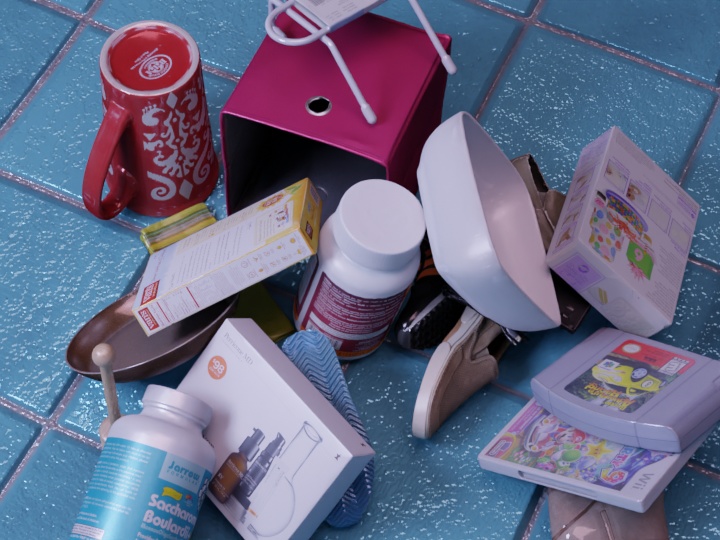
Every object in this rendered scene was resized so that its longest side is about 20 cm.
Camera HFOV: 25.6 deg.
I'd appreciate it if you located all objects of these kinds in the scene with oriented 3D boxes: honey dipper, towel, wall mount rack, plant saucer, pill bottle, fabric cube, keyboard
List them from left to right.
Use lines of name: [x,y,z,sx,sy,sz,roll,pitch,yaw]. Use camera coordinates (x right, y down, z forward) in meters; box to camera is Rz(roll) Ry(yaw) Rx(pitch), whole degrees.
honey dipper: [-0.247,0.131,1.564,0.038,0.200,0.038,1,56,-1]
pill bottle: [-0.208,0.216,1.536,0.110,0.111,0.201,16,75,8]
plant saucer: [-0.211,0.062,1.658,0.199,0.032,0.200,-20,23,9]
towel: [-0.160,0.011,1.756,0.086,0.018,0.200,-29,63,-19]
fabric cube: [-0.025,-0.156,1.763,0.195,0.200,0.200,19,57,11]
pill bottle: [0.000,0.000,1.653,0.109,0.200,0.110,8,55,-12]
wall mount rack: [0.002,-0.253,1.674,0.200,0.075,0.174,-34,59,-25]
keyboard: [0.148,0.008,1.695,0.199,0.021,0.127,32,57,10]

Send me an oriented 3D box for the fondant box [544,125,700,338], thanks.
fondant box: [0.288,-0.041,1.726,0.144,0.058,0.201,41,43,-16]

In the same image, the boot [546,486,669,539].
boot: [0.282,0.244,1.602,0.199,0.070,0.147,-17,65,-12]

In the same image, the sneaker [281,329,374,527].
sneaker: [-0.032,0.163,1.630,0.076,0.081,0.201,-12,78,-3]

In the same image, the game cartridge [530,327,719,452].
game cartridge: [0.275,0.121,1.609,0.133,0.041,0.199,-37,32,-28]

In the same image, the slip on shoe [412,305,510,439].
slip on shoe: [0.117,0.100,1.680,0.060,0.076,0.200,20,50,18]

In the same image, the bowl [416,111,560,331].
bowl: [0.125,-0.040,1.617,0.074,0.200,0.201,-22,58,20]

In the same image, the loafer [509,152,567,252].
loafer: [0.213,-0.056,1.772,0.070,0.075,0.200,-42,63,12]

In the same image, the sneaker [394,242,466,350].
sneaker: [0.084,0.007,1.746,0.090,0.070,0.200,30,56,25]

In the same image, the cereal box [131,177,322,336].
cereal box: [-0.136,-0.016,1.644,0.199,0.040,0.144,-26,21,13]

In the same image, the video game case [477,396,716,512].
video game case: [0.236,0.172,1.597,0.199,0.018,0.143,10,39,42]

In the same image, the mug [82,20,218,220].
mug: [-0.229,-0.154,1.752,0.132,0.200,0.178,8,56,2]

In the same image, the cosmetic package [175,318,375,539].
cosmetic package: [-0.101,0.169,1.584,0.200,0.052,0.151,45,108,24]
